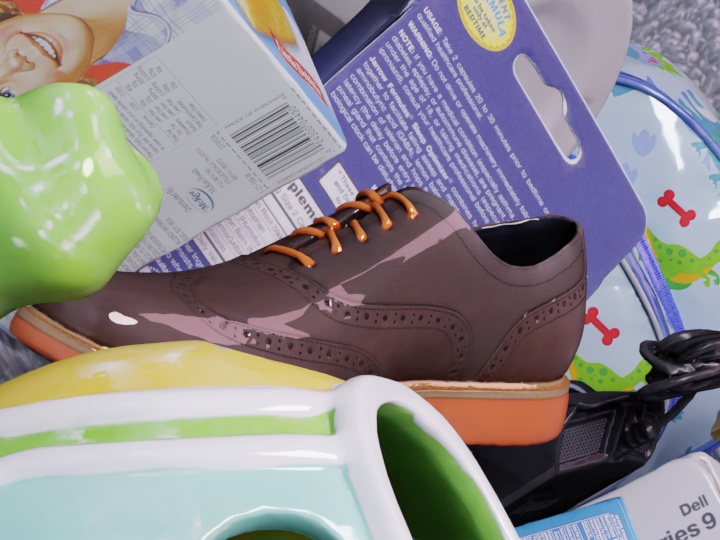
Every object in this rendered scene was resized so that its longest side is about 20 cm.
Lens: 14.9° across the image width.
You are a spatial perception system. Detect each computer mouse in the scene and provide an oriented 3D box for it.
[{"bbox_3d":[0.079,0.056,0.967,0.140,0.200,0.046,-6,66,-48],"label":"computer mouse"}]

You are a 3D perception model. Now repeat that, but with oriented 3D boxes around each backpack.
[{"bbox_3d":[0.065,0.014,1.074,0.183,0.199,0.147,61,9,-8],"label":"backpack"}]

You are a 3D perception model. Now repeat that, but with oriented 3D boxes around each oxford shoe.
[{"bbox_3d":[-0.013,0.006,0.789,0.200,0.073,0.071,4,17,-45],"label":"oxford shoe"}]

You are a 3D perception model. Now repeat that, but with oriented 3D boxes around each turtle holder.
[{"bbox_3d":[-0.036,0.070,0.530,0.141,0.131,0.186,43,24,-42],"label":"turtle holder"}]

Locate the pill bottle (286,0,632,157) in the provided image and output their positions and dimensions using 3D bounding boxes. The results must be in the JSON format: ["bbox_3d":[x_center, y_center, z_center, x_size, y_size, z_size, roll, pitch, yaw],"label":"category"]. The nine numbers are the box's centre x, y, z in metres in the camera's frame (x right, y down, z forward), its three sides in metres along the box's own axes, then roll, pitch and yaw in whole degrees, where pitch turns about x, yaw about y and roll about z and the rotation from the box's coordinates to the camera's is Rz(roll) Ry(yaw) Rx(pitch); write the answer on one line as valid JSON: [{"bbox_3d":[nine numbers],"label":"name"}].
[{"bbox_3d":[-0.007,-0.115,0.995,0.200,0.114,0.114,41,-4,34],"label":"pill bottle"}]

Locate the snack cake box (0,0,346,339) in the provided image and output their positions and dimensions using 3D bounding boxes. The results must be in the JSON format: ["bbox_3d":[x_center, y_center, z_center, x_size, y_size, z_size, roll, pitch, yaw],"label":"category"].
[{"bbox_3d":[-0.099,-0.074,0.716,0.200,0.115,0.067,49,15,-54],"label":"snack cake box"}]

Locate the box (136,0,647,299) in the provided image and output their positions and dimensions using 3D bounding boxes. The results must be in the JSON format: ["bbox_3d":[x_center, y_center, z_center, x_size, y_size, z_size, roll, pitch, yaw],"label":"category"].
[{"bbox_3d":[0.000,0.000,0.867,0.032,0.200,0.121,-1,-53,55],"label":"box"}]

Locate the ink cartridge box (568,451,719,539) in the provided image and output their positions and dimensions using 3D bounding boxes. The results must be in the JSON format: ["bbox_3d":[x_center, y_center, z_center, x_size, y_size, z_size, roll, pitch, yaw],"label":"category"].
[{"bbox_3d":[0.098,0.145,1.041,0.084,0.146,0.200,65,11,16],"label":"ink cartridge box"}]

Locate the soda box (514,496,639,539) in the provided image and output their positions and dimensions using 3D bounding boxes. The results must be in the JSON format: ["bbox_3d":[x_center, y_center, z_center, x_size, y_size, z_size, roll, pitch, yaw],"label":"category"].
[{"bbox_3d":[0.084,0.178,0.867,0.068,0.064,0.201,94,-21,-61],"label":"soda box"}]
